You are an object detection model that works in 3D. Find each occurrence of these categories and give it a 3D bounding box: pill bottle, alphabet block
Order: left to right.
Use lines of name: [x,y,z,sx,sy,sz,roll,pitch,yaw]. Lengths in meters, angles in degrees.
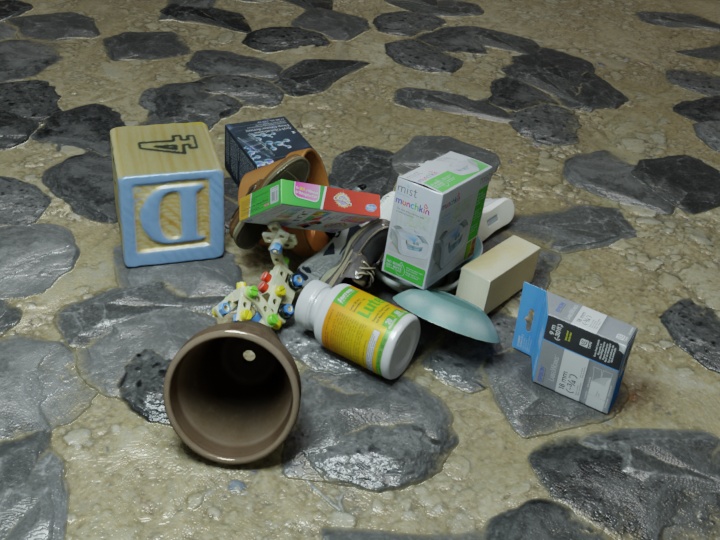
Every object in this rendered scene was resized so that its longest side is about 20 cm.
alphabet block: [-0.369,-0.149,1.702,0.192,0.199,0.201,-5,35,-18]
pill bottle: [-0.009,0.090,1.481,0.197,0.113,0.111,24,38,25]

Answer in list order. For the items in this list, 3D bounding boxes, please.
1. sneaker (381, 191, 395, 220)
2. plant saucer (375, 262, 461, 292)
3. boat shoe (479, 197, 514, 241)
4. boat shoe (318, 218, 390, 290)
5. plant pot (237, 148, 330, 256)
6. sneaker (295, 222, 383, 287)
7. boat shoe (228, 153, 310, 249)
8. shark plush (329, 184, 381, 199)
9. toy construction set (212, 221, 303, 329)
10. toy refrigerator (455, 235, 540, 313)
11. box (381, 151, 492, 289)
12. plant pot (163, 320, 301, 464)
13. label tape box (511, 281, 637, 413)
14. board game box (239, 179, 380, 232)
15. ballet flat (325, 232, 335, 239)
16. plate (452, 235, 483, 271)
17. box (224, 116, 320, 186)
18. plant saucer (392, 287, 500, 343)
sneaker: [0.054,-0.112,1.785,0.198,0.082,0.076,-21,4,-44]
plant saucer: [0.108,-0.003,1.685,0.195,0.051,0.202,3,35,-2]
boat shoe: [0.235,-0.105,1.841,0.198,0.073,0.068,-33,28,-33]
boat shoe: [0.000,0.000,1.563,0.074,0.201,0.074,20,29,-37]
plant pot: [-0.148,-0.127,1.717,0.137,0.204,0.201,-3,32,16]
sneaker: [-0.032,-0.045,1.662,0.197,0.080,0.130,-32,27,13]
boat shoe: [-0.171,-0.136,1.589,0.072,0.200,0.068,32,15,-44]
shark plush: [-0.006,-0.138,1.830,0.195,0.085,0.091,7,31,1]
toy construction set: [-0.163,0.023,1.527,0.091,0.131,0.203,-8,50,52]
toy refrigerator: [0.253,0.006,1.652,0.069,0.077,0.199,27,34,28]
box: [0.133,-0.093,1.551,0.095,0.180,0.199,23,29,25]
plant pot: [-0.178,0.154,1.321,0.195,0.205,0.175,6,17,0]
label tape box: [0.334,0.126,1.452,0.197,0.147,0.063,23,40,24]
board game box: [-0.087,-0.106,1.519,0.197,0.041,0.152,6,-11,-35]
ballet flat: [-0.044,-0.099,1.721,0.055,0.068,0.200,-4,-10,18]
plate: [0.134,-0.048,1.686,0.195,0.026,0.202,4,35,-3]
box: [-0.194,-0.235,1.923,0.146,0.109,0.200,-13,39,-25]
plant saucer: [0.152,0.066,1.519,0.197,0.039,0.201,20,8,-3]
